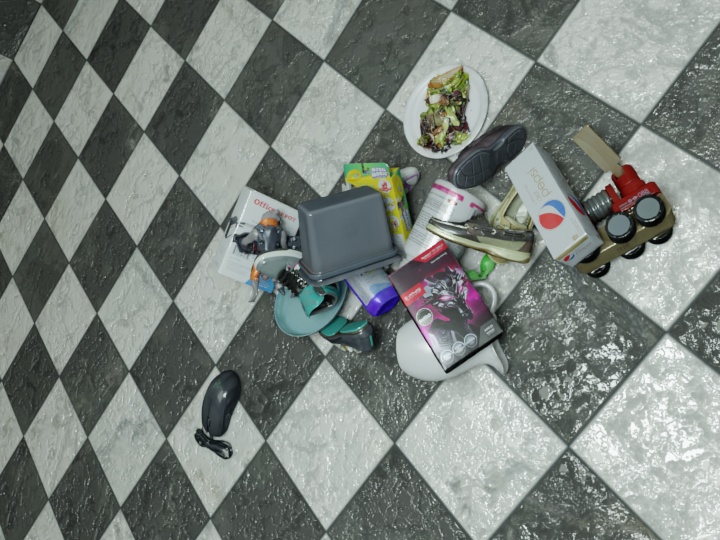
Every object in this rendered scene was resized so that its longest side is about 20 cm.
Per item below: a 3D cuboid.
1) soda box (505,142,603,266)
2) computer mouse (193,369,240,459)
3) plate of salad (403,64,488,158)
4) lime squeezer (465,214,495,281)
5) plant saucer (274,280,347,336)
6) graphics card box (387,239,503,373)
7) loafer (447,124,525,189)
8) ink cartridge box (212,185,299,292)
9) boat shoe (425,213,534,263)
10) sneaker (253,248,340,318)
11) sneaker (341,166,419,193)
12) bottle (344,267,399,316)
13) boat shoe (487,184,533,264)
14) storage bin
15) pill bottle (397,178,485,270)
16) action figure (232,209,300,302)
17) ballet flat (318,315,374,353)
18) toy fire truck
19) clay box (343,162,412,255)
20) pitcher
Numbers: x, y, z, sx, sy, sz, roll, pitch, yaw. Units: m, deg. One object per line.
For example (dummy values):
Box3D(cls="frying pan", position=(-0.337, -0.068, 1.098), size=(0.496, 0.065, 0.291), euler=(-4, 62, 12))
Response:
Box3D(cls="soda box", position=(0.319, -0.111, 0.990), size=(0.068, 0.062, 0.204), euler=(-42, 52, 33))
Box3D(cls="computer mouse", position=(-0.349, 0.344, 1.446), size=(0.135, 0.052, 0.207), euler=(14, 88, 35))
Box3D(cls="plate of salad", position=(0.172, -0.338, 1.246), size=(0.195, 0.048, 0.207), euler=(-7, 77, 31))
Box3D(cls="lime squeezer", position=(0.215, -0.009, 1.129), size=(0.200, 0.071, 0.037), euler=(-47, 28, -12))
Box3D(cls="plant saucer", position=(-0.107, 0.058, 1.329), size=(0.195, 0.027, 0.205), euler=(-19, 52, 25))
Box3D(cls="graphics card box", position=(0.148, 0.062, 1.055), size=(0.123, 0.051, 0.203), euler=(-31, 71, 1))
Box3D(cls="loafer", position=(0.231, -0.219, 1.132), size=(0.198, 0.073, 0.062), euler=(-34, 42, -23))
Box3D(cls="ink cartridge box", position=(-0.241, -0.073, 1.394), size=(0.083, 0.142, 0.205), euler=(31, 98, 60))
Box3D(cls="boat shoe", position=(0.215, -0.069, 1.068), size=(0.194, 0.073, 0.067), euler=(17, 97, 1))
Box3D(cls="sneaker", position=(-0.122, 0.034, 1.217), size=(0.084, 0.195, 0.123), euler=(-53, 39, 38))
Box3D(cls="sneaker", position=(0.034, -0.190, 1.288), size=(0.196, 0.074, 0.103), euler=(-23, 70, 27))
Box3D(cls="bottle", position=(0.000, 0.000, 1.255), size=(0.202, 0.082, 0.066), euler=(52, 138, 21))
Box3D(cls="boat shoe", position=(0.293, -0.109, 1.098), size=(0.072, 0.063, 0.205), euler=(28, 92, 0))
Box3D(cls="storage bin", position=(-0.034, -0.078, 1.153), size=(0.145, 0.194, 0.139), euler=(-141, 38, -61))
Box3D(cls="pill bottle", position=(0.153, -0.063, 1.163), size=(0.112, 0.112, 0.204), euler=(30, 97, 33))
Box3D(cls="action figure", position=(-0.176, -0.039, 1.313), size=(0.104, 0.194, 0.201), euler=(157, 106, -66))
Box3D(cls="ballet flat", position=(-0.029, 0.141, 1.255), size=(0.198, 0.071, 0.076), euler=(-3, 77, 60))
Box3D(cls="toy fire truck", position=(0.407, -0.123, 1.016), size=(0.174, 0.128, 0.205), euler=(-32, 53, 24))
Box3D(cls="clay box", position=(0.040, -0.133, 1.218), size=(0.112, 0.048, 0.205), euler=(6, 125, 33))
Box3D(cls="pitcher", position=(0.168, 0.115, 1.117), size=(0.194, 0.121, 0.178), euler=(-8, 77, 22))
